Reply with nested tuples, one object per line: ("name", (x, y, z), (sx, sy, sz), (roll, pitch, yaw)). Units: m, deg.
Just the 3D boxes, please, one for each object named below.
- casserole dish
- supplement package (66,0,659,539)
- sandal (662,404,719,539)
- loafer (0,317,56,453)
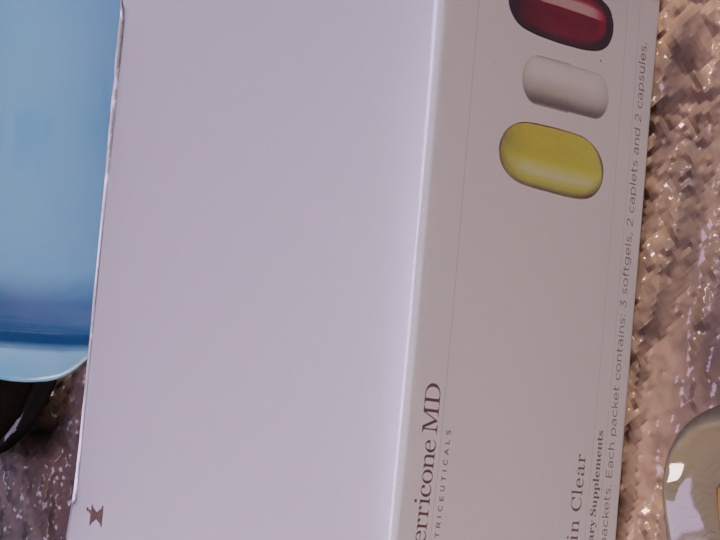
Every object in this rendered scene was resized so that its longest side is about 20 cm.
("casserole dish", (-0.124, -0.056, 0.953), (0.121, 0.039, 0.201), (4, 85, 1))
("supplement package", (0.000, 0.000, 0.806), (0.155, 0.111, 0.201), (0, 83, 45))
("sandal", (0.120, 0.131, 0.702), (0.080, 0.054, 0.201), (-29, 63, 38))
("loafer", (-0.172, -0.021, 1.008), (0.073, 0.071, 0.201), (-20, 69, 41))
